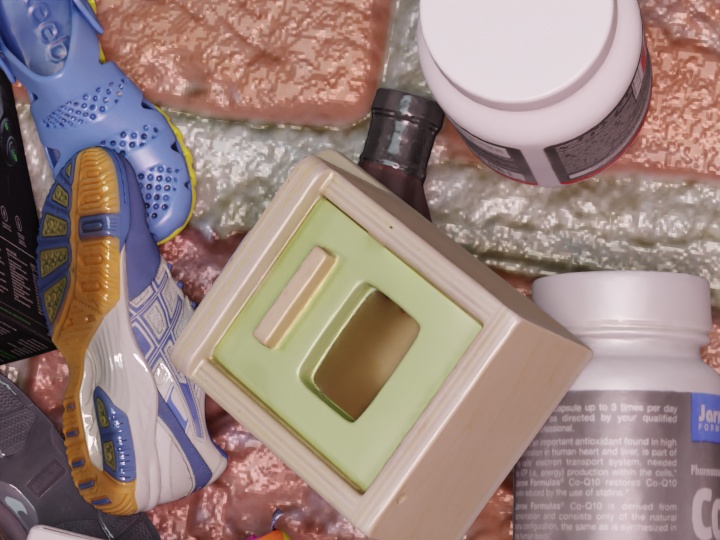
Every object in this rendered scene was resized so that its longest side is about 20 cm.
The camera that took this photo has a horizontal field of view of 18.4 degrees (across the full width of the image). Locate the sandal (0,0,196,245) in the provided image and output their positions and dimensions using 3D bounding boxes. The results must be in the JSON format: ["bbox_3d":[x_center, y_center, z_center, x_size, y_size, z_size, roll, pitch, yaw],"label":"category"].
[{"bbox_3d":[-0.163,-0.101,1.255,0.079,0.087,0.201,-34,81,4],"label":"sandal"}]

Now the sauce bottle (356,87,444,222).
[{"bbox_3d":[0.000,0.000,1.225,0.066,0.066,0.201,13,86,11],"label":"sauce bottle"}]

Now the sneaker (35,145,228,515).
[{"bbox_3d":[-0.122,0.030,1.230,0.075,0.088,0.202,1,97,52],"label":"sneaker"}]

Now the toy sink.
[{"bbox_3d":[-0.008,0.028,1.123,0.200,0.112,0.131,40,98,29],"label":"toy sink"}]

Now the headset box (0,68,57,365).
[{"bbox_3d":[-0.247,-0.056,1.212,0.092,0.174,0.201,-15,77,7],"label":"headset box"}]

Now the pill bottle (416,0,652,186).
[{"bbox_3d":[0.091,-0.114,1.153,0.115,0.200,0.117,-1,83,9],"label":"pill bottle"}]

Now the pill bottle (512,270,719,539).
[{"bbox_3d":[0.136,0.105,1.163,0.113,0.114,0.202,0,84,10],"label":"pill bottle"}]

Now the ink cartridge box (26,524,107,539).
[{"bbox_3d":[-0.106,0.245,1.115,0.175,0.045,0.201,11,83,20],"label":"ink cartridge box"}]

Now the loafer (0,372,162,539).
[{"bbox_3d":[-0.171,0.141,1.249,0.072,0.063,0.200,-36,82,-27],"label":"loafer"}]

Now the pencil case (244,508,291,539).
[{"bbox_3d":[-0.015,0.227,1.190,0.088,0.088,0.200,-41,79,3],"label":"pencil case"}]
